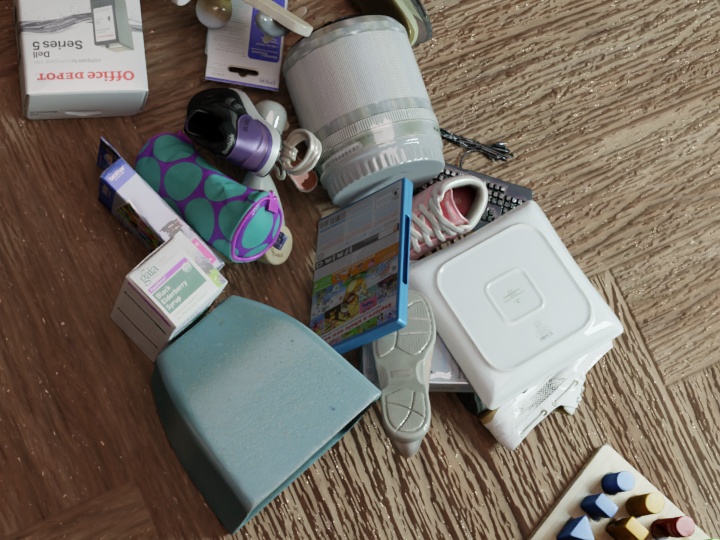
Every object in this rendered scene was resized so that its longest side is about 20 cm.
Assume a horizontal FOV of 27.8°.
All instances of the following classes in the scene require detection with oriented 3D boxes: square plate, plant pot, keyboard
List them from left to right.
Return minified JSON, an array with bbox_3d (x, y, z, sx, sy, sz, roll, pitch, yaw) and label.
[{"bbox_3d":[-0.127,0.146,1.634,0.196,0.196,0.200,-40,83,-20],"label":"plant pot"},{"bbox_3d":[0.126,-0.121,1.851,0.199,0.021,0.128,16,73,-12],"label":"keyboard"},{"bbox_3d":[0.180,0.033,1.709,0.200,0.028,0.198,-28,73,-17],"label":"square plate"}]

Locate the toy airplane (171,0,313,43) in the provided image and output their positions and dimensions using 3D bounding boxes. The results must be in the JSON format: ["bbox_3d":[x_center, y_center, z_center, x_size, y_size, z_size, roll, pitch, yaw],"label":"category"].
[{"bbox_3d":[-0.165,-0.345,1.728,0.198,0.141,0.200,5,42,-25],"label":"toy airplane"}]

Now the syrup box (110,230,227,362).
[{"bbox_3d":[-0.217,0.033,1.624,0.081,0.200,0.079,47,69,0],"label":"syrup box"}]

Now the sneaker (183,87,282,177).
[{"bbox_3d":[-0.170,-0.177,1.691,0.087,0.200,0.076,17,102,-35],"label":"sneaker"}]

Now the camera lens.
[{"bbox_3d":[0.003,-0.196,1.756,0.159,0.160,0.201,-14,77,-18],"label":"camera lens"}]

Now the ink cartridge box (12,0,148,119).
[{"bbox_3d":[-0.335,-0.289,1.732,0.145,0.084,0.201,-4,78,-16],"label":"ink cartridge box"}]

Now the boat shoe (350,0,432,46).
[{"bbox_3d":[0.025,-0.366,1.863,0.066,0.072,0.201,-11,65,-46],"label":"boat shoe"}]

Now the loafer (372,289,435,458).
[{"bbox_3d":[0.049,0.117,1.644,0.072,0.063,0.201,1,52,2],"label":"loafer"}]

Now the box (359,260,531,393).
[{"bbox_3d":[0.098,0.065,1.723,0.199,0.041,0.156,1,68,-7],"label":"box"}]

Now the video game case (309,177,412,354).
[{"bbox_3d":[0.000,0.000,1.700,0.018,0.143,0.201,34,46,-37],"label":"video game case"}]

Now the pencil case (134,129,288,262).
[{"bbox_3d":[-0.175,-0.086,1.675,0.200,0.085,0.093,33,81,35],"label":"pencil case"}]

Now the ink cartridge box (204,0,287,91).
[{"bbox_3d":[-0.141,-0.319,1.819,0.094,0.037,0.201,8,73,-13],"label":"ink cartridge box"}]

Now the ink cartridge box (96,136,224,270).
[{"bbox_3d":[-0.244,-0.059,1.682,0.042,0.119,0.200,-42,91,-15],"label":"ink cartridge box"}]

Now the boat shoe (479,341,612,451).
[{"bbox_3d":[0.240,0.148,1.794,0.200,0.071,0.069,-36,90,-12],"label":"boat shoe"}]

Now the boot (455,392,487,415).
[{"bbox_3d":[0.160,0.067,1.788,0.130,0.068,0.201,-14,79,-16],"label":"boot"}]

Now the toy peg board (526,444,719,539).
[{"bbox_3d":[0.324,0.343,1.751,0.199,0.098,0.200,43,70,-2],"label":"toy peg board"}]

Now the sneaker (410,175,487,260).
[{"bbox_3d":[0.070,-0.055,1.768,0.200,0.105,0.075,-33,94,-13],"label":"sneaker"}]

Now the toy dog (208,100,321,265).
[{"bbox_3d":[-0.104,-0.090,1.738,0.132,0.096,0.201,33,101,33],"label":"toy dog"}]
